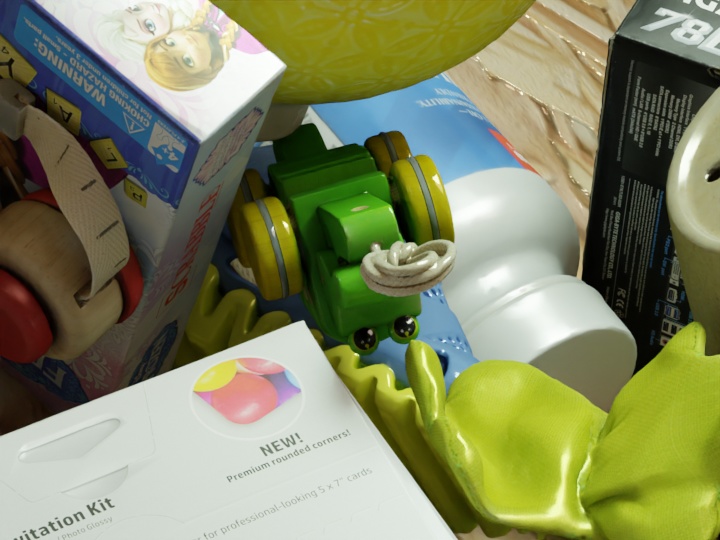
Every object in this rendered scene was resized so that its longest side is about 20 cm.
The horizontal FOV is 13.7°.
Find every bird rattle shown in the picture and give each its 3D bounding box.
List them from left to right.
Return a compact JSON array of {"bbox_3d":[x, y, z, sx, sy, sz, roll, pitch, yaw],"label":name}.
[{"bbox_3d":[0.076,0.116,0.862,0.112,0.200,0.163,-2,-6,23],"label":"bird rattle"}]

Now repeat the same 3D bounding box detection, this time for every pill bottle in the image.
[{"bbox_3d":[0.013,-0.015,1.130,0.112,0.112,0.200,8,35,-53],"label":"pill bottle"}]

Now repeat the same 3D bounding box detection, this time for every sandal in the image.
[{"bbox_3d":[-0.002,0.016,0.988,0.200,0.087,0.080,30,-25,26],"label":"sandal"}]

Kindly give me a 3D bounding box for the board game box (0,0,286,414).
[{"bbox_3d":[-0.127,-0.062,0.910,0.200,0.200,0.041,40,60,9],"label":"board game box"}]

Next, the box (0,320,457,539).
[{"bbox_3d":[-0.035,0.114,0.750,0.156,0.041,0.200,-21,51,-21],"label":"box"}]

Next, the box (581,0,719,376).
[{"bbox_3d":[0.180,0.004,1.097,0.198,0.200,0.050,21,50,16],"label":"box"}]

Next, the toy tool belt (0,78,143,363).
[{"bbox_3d":[-0.175,-0.016,0.858,0.200,0.125,0.123,38,59,12],"label":"toy tool belt"}]

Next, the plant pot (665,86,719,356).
[{"bbox_3d":[0.182,0.022,0.905,0.200,0.187,0.187,49,11,-33],"label":"plant pot"}]

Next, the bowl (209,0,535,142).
[{"bbox_3d":[-0.038,-0.105,0.932,0.200,0.108,0.200,18,24,-9],"label":"bowl"}]

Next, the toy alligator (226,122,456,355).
[{"bbox_3d":[0.000,0.000,0.886,0.200,0.059,0.054,-130,-155,-72],"label":"toy alligator"}]
